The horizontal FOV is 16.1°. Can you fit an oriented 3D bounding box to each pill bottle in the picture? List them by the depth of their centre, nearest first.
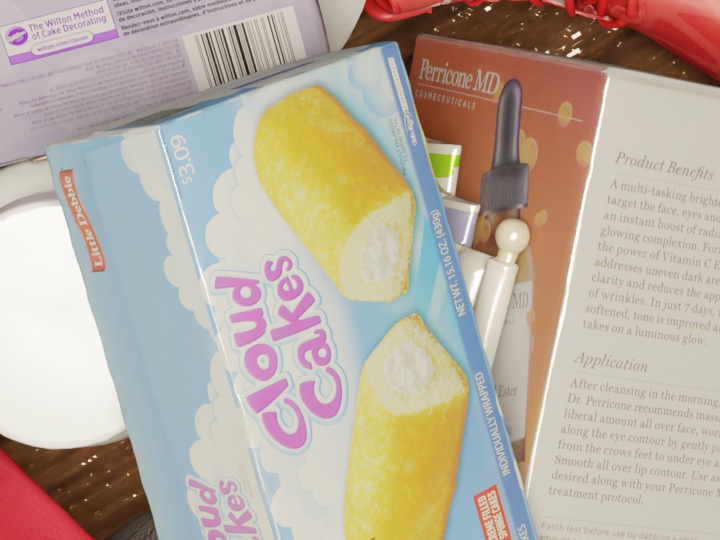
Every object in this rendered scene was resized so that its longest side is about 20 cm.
[{"bbox_3d":[-0.109,0.008,0.987,0.114,0.200,0.114,0,96,-2],"label":"pill bottle"}]

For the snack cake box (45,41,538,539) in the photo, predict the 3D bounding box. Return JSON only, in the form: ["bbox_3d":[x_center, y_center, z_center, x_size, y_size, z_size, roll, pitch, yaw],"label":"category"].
[{"bbox_3d":[-0.021,0.033,0.880,0.115,0.067,0.200,-24,102,-41],"label":"snack cake box"}]

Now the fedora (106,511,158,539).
[{"bbox_3d":[-0.061,0.175,1.044,0.090,0.177,0.200,-47,116,-36],"label":"fedora"}]

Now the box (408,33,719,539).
[{"bbox_3d":[0.081,0.018,1.004,0.106,0.152,0.200,8,95,-28],"label":"box"}]

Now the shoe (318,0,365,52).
[{"bbox_3d":[-0.032,-0.177,0.977,0.071,0.091,0.200,-2,119,-3],"label":"shoe"}]

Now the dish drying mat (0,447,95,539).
[{"bbox_3d":[-0.157,0.105,1.012,0.018,0.200,0.077,19,100,-40],"label":"dish drying mat"}]

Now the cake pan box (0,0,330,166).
[{"bbox_3d":[-0.118,-0.129,0.896,0.200,0.052,0.184,-15,129,2],"label":"cake pan box"}]

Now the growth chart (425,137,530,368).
[{"bbox_3d":[0.000,0.000,1.008,0.018,0.200,0.145,7,107,-34],"label":"growth chart"}]

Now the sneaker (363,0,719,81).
[{"bbox_3d":[0.067,-0.116,1.023,0.200,0.078,0.116,37,65,8],"label":"sneaker"}]
